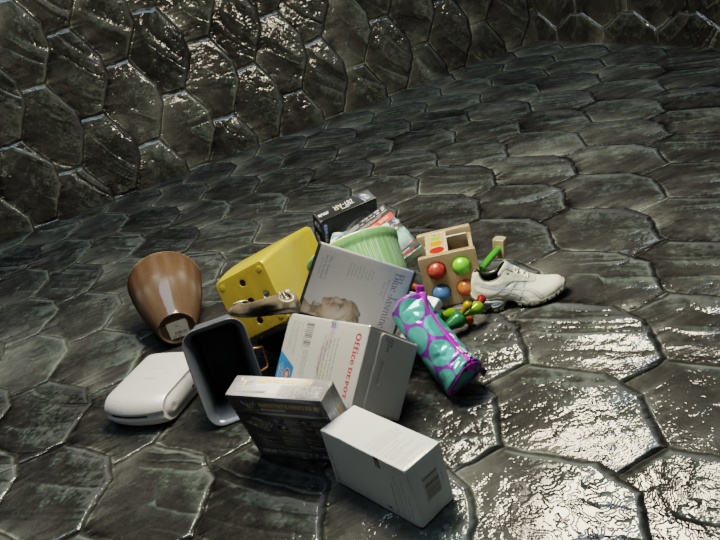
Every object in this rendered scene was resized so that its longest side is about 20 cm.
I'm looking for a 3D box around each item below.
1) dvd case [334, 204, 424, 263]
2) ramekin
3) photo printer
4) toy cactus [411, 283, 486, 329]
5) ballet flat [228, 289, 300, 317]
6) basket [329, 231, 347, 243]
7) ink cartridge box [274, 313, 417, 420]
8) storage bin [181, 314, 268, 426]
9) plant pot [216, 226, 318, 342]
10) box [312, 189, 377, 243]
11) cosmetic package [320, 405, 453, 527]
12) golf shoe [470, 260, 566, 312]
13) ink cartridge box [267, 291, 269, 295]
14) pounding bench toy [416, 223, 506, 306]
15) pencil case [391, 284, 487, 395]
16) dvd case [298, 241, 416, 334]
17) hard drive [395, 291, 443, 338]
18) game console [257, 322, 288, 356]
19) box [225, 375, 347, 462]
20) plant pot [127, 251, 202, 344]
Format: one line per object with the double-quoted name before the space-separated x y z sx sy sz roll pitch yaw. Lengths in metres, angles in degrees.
"dvd case" 0.039 -0.056 1.821 0.146 0.022 0.200 -36 39 -2
"ramekin" 0.000 0.000 1.651 0.199 0.098 0.200 -22 -16 -6
"photo printer" -0.427 0.250 1.706 0.166 0.070 0.200 -4 26 25
"toy cactus" 0.155 0.101 1.656 0.199 0.103 0.165 -2 36 10
"ballet flat" -0.185 0.065 1.559 0.067 0.047 0.200 -2 -4 -42
"basket" -0.008 0.008 1.915 0.176 0.139 0.201 -2 55 25
"ink cartridge box" -0.028 0.173 1.464 0.200 0.148 0.144 7 -11 42
"storage bin" -0.261 0.180 1.618 0.145 0.201 0.134 -19 14 -8
"plant pot" -0.185 0.047 1.725 0.200 0.201 0.176 -26 -1 29
"box" -0.032 -0.085 2.030 0.160 0.200 0.044 -24 45 -21
"cosmetic package" 0.038 0.297 1.256 0.081 0.113 0.200 -32 27 -34
"golf shoe" 0.327 0.023 1.695 0.199 0.098 0.078 -11 22 7
"ink cartridge box" -0.103 0.068 1.837 0.199 0.117 0.067 -3 21 27
"pounding bench toy" 0.235 -0.015 1.800 0.199 0.125 0.156 -13 24 8
"pencil case" 0.140 0.128 1.493 0.085 0.093 0.200 -7 48 -41
"dvd case" -0.007 0.041 1.546 0.199 0.143 0.018 17 7 -15
"hard drive" 0.063 0.130 1.607 0.132 0.026 0.200 13 63 48
"game console" -0.085 0.107 1.681 0.200 0.176 0.117 -27 46 32
"box" -0.112 0.253 1.382 0.199 0.159 0.048 -2 37 30
"plant pot" -0.465 0.085 1.998 0.186 0.187 0.200 -20 39 -10
